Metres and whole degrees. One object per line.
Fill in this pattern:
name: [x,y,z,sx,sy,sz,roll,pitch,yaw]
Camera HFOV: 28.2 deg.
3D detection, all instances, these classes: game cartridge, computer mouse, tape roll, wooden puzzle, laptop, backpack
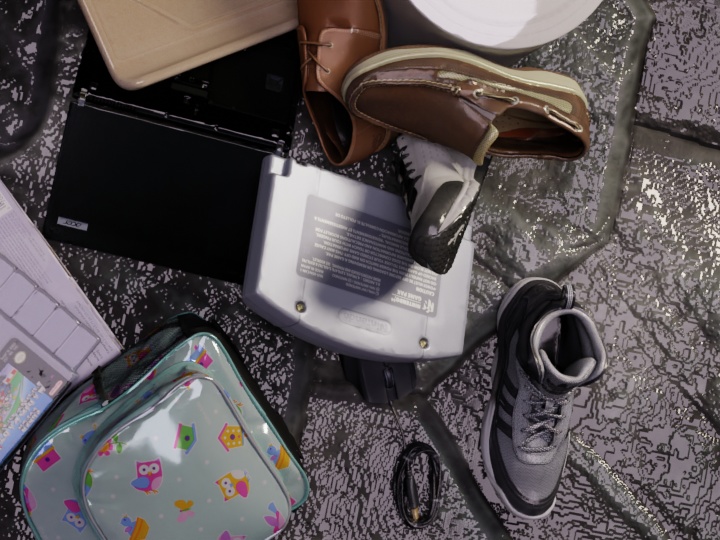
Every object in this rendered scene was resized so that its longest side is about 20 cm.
game cartridge: [0.000,0.000,1.134,0.199,0.041,0.135,18,75,-30]
game cartridge: [-0.302,0.090,1.066,0.129,0.038,0.200,40,82,-4]
computer mouse: [0.028,0.115,1.179,0.058,0.034,0.202,-18,93,-12]
tape roll: [0.095,-0.266,1.148,0.200,0.139,0.205,0,89,-10]
wooden puzzle: [-0.151,-0.256,1.133,0.184,0.037,0.201,-26,88,-28]
laptop: [-0.147,-0.116,1.162,0.176,0.103,0.202,13,61,-11]
backpack: [-0.156,0.156,1.082,0.199,0.153,0.177,-31,107,0]

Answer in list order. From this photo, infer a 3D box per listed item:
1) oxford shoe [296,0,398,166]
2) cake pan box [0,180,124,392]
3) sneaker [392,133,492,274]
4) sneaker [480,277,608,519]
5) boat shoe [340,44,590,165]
oxford shoe: [-0.021,-0.177,1.121,0.071,0.071,0.202,-37,120,-43]
cake pan box: [-0.313,0.037,1.106,0.184,0.052,0.201,-38,96,-12]
sneaker: [0.055,-0.064,1.127,0.079,0.200,0.074,22,119,0]
sneaker: [0.148,0.106,1.162,0.075,0.114,0.202,3,88,-11]
boat shoe: [0.086,-0.120,1.096,0.200,0.075,0.075,2,50,-14]
